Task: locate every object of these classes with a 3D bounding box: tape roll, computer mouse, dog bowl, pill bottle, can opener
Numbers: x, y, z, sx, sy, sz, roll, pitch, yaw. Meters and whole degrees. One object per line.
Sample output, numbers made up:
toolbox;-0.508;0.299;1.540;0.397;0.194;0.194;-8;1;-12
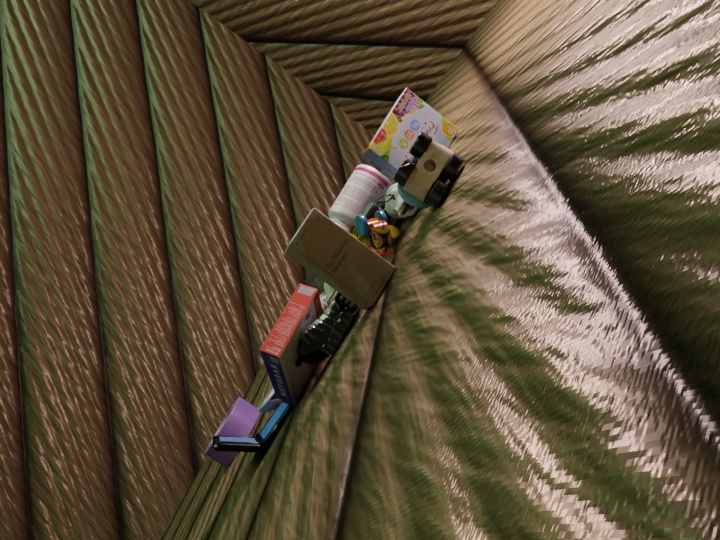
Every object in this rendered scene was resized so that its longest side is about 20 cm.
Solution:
tape roll;-0.400;0.506;2.118;0.202;0.084;0.200;-56;6;8
computer mouse;-0.204;0.306;1.755;0.110;0.044;0.201;-47;5;36
dog bowl;-0.075;-0.016;1.908;0.200;0.059;0.200;-46;1;1
pill bottle;-0.012;-0.157;1.722;0.202;0.112;0.113;-59;6;-15
can opener;-0.007;-0.065;1.633;0.202;0.053;0.067;-55;38;11

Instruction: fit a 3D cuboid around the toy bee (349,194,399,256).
toy bee;0.027;-0.077;1.487;0.128;0.111;0.200;-16;-9;-3

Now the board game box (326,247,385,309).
board game box;0.000;0.000;1.619;0.152;0.046;0.201;-53;7;39

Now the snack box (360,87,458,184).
snack box;0.121;-0.306;1.628;0.202;0.167;0.068;-58;10;-21

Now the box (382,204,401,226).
box;0.082;-0.158;1.744;0.159;0.049;0.201;-54;7;34

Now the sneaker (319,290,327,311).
sneaker;-0.095;0.088;1.838;0.081;0.075;0.200;-47;4;2

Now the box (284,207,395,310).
box;-0.041;-0.020;1.313;0.096;0.198;0.078;-57;6;-16

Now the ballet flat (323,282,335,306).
ballet flat;-0.051;0.030;1.764;0.202;0.072;0.068;-60;5;-23

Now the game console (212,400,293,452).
game console;-0.252;0.353;1.567;0.200;0.172;0.119;143;131;-75

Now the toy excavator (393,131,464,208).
toy excavator;0.138;-0.198;1.350;0.196;0.099;0.200;-57;-3;-16

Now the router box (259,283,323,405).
router box;-0.138;0.162;1.467;0.202;0.048;0.181;82;-150;-52

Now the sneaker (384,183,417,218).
sneaker;0.098;-0.150;1.517;0.200;0.074;0.090;137;153;-64

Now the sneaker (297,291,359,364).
sneaker;-0.053;0.109;1.439;0.201;0.075;0.115;-52;-3;8
